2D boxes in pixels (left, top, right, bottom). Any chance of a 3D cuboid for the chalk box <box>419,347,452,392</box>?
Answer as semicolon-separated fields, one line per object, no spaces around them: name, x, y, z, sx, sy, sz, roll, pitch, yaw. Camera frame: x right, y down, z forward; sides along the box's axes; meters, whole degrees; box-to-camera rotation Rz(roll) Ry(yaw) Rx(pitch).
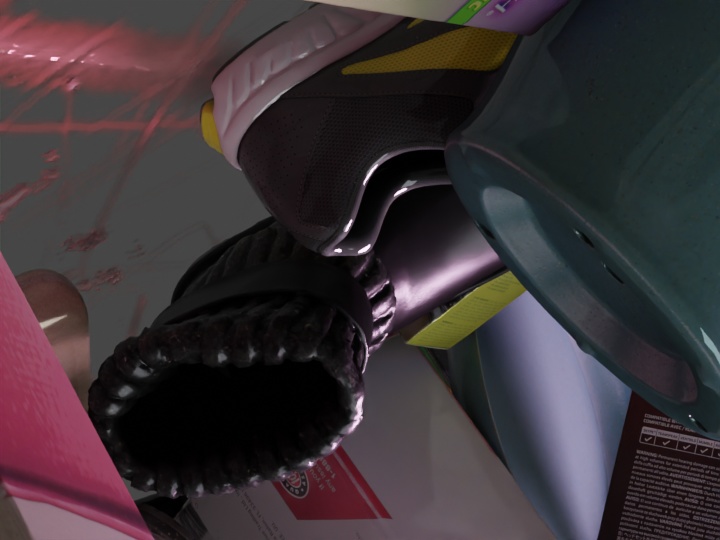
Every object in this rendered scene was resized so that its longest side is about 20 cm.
chalk box;0.045;0.136;1.242;0.124;0.200;0.125;-36;159;15

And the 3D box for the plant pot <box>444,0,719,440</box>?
plant pot;0.135;-0.055;0.802;0.188;0.200;0.200;-44;162;-9

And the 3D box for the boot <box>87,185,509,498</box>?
boot;0.001;0.002;0.944;0.211;0.080;0.158;-36;-174;14

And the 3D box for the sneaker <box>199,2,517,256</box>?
sneaker;0.043;-0.076;0.896;0.200;0.085;0.074;-33;162;6

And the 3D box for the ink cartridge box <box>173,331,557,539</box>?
ink cartridge box;-0.009;0.144;1.106;0.085;0.146;0.200;-21;159;-40

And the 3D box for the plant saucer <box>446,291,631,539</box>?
plant saucer;0.087;0.065;1.158;0.027;0.201;0.200;-18;167;24

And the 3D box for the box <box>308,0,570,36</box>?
box;0.033;-0.160;0.658;0.176;0.097;0.200;-41;158;27

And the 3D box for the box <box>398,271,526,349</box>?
box;0.086;-0.053;1.034;0.200;0.075;0.050;-39;160;17

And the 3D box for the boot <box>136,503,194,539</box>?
boot;-0.130;0.180;1.008;0.131;0.068;0.200;-47;-179;-38

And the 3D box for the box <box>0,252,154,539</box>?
box;-0.157;0.056;0.741;0.128;0.200;0.109;-34;160;9

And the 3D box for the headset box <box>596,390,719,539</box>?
headset box;0.171;0.056;1.105;0.149;0.075;0.201;36;67;-69

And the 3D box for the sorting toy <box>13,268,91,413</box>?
sorting toy;-0.195;0.082;1.010;0.185;0.037;0.200;-26;156;-16

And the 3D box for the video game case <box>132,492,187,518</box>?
video game case;-0.177;0.162;1.169;0.200;0.026;0.181;-33;171;22
